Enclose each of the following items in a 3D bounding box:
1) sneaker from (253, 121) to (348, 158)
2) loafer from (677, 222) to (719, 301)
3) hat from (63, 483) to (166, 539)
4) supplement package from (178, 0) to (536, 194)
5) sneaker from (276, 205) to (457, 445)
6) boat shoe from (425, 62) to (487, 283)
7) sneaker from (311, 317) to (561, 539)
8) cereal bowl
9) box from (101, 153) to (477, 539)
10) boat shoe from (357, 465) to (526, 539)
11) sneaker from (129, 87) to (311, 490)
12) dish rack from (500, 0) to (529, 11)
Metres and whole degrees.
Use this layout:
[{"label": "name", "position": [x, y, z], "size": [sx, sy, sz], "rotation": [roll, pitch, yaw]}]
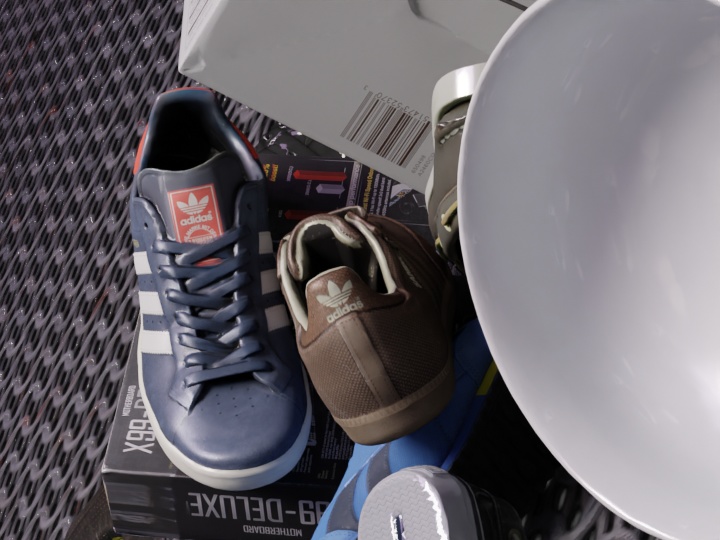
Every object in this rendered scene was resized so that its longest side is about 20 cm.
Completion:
[{"label": "sneaker", "position": [-0.024, -0.065, 1.375], "size": [0.060, 0.199, 0.105], "rotation": [61, -162, -67]}, {"label": "loafer", "position": [0.118, -0.028, 1.045], "size": [0.070, 0.070, 0.200], "rotation": [-61, 14, 15]}, {"label": "hat", "position": [-0.132, 0.208, 1.410], "size": [0.201, 0.081, 0.201], "rotation": [-46, 23, 26]}, {"label": "supplement package", "position": [0.041, -0.129, 1.180], "size": [0.156, 0.199, 0.111], "rotation": [-55, 19, 28]}, {"label": "sneaker", "position": [0.000, 0.000, 1.106], "size": [0.070, 0.076, 0.200], "rotation": [-25, 21, 1]}, {"label": "boat shoe", "position": [0.063, -0.019, 1.102], "size": [0.202, 0.072, 0.061], "rotation": [74, -169, -68]}, {"label": "sneaker", "position": [0.019, 0.098, 1.090], "size": [0.078, 0.066, 0.200], "rotation": [4, 51, 54]}, {"label": "cereal bowl", "position": [0.127, -0.011, 0.883], "size": [0.200, 0.083, 0.201], "rotation": [27, 126, 44]}, {"label": "box", "position": [-0.023, 0.034, 1.211], "size": [0.050, 0.157, 0.201], "rotation": [84, -169, -48]}, {"label": "boat shoe", "position": [0.047, 0.172, 0.982], "size": [0.072, 0.071, 0.201], "rotation": [-21, 65, 46]}, {"label": "sneaker", "position": [-0.068, 0.002, 1.152], "size": [0.085, 0.075, 0.201], "rotation": [87, 170, -48]}, {"label": "dish rack", "position": [0.102, -0.165, 1.073], "size": [0.055, 0.199, 0.154], "rotation": [141, 150, -67]}]
